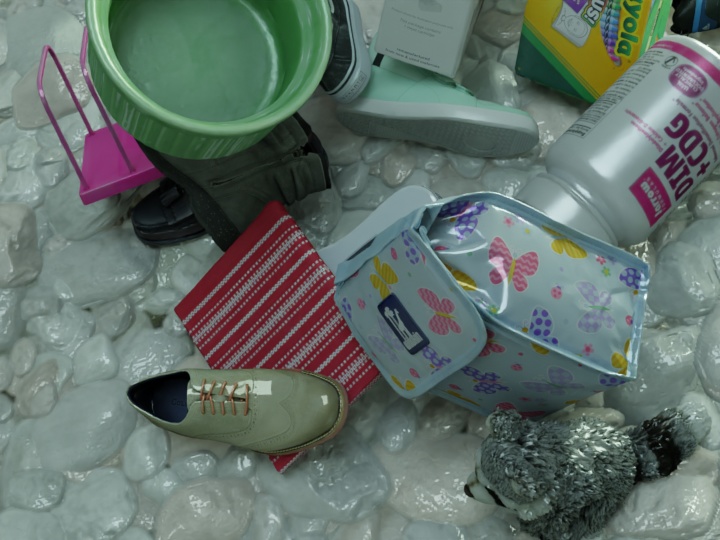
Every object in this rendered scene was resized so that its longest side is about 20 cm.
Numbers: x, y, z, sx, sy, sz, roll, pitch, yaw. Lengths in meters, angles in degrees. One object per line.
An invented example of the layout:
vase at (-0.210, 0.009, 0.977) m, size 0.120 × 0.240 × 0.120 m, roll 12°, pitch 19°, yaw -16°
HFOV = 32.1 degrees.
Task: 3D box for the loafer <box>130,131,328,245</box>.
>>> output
loafer at (-0.130, -0.088, 1.180) m, size 0.199 × 0.063 × 0.072 m, roll -21°, pitch 60°, yaw 0°

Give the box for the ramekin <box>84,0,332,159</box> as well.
ramekin at (-0.131, -0.190, 1.030) m, size 0.198 × 0.098 × 0.202 m, roll 5°, pitch 74°, yaw -18°

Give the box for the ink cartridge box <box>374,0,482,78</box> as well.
ink cartridge box at (0.083, -0.300, 1.116) m, size 0.084 × 0.201 × 0.146 m, roll 19°, pitch 42°, yaw 3°

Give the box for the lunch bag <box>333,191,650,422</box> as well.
lunch bag at (0.089, 0.031, 0.955) m, size 0.199 × 0.169 × 0.128 m, roll 26°, pitch 62°, yaw -16°

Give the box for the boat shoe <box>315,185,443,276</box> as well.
boat shoe at (0.000, 0.000, 1.099) m, size 0.200 × 0.068 × 0.072 m, roll -39°, pitch 64°, yaw 15°

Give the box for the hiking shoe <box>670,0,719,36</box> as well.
hiking shoe at (0.305, -0.312, 1.202) m, size 0.086 × 0.075 × 0.201 m, roll -19°, pitch 58°, yaw 1°

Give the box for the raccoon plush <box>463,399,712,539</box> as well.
raccoon plush at (0.169, 0.124, 0.944) m, size 0.200 × 0.134 × 0.097 m, roll -38°, pitch 58°, yaw -10°

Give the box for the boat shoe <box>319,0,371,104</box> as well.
boat shoe at (-0.041, -0.236, 1.207) m, size 0.072 × 0.071 × 0.200 m, roll -47°, pitch 33°, yaw 15°

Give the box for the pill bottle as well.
pill bottle at (0.231, -0.094, 1.066) m, size 0.200 × 0.113 × 0.113 m, roll -44°, pitch 60°, yaw -7°

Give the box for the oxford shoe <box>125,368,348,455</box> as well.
oxford shoe at (-0.104, 0.113, 1.024) m, size 0.199 × 0.074 × 0.071 m, roll -6°, pitch 75°, yaw 30°

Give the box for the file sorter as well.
file sorter at (-0.191, -0.177, 1.180) m, size 0.199 × 0.126 × 0.139 m, roll -20°, pitch 31°, yaw 2°

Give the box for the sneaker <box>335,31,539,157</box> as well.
sneaker at (0.083, -0.179, 1.173) m, size 0.199 × 0.074 × 0.119 m, roll 13°, pitch 70°, yaw 22°

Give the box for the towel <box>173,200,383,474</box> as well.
towel at (-0.070, 0.053, 1.074) m, size 0.145 × 0.022 × 0.200 m, roll -46°, pitch 59°, yaw 16°

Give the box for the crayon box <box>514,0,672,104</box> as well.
crayon box at (0.216, -0.255, 1.117) m, size 0.118 × 0.201 × 0.058 m, roll 26°, pitch 40°, yaw 25°

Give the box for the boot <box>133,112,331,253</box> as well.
boot at (-0.122, -0.124, 1.110) m, size 0.130 × 0.200 × 0.068 m, roll -37°, pitch 24°, yaw 2°
